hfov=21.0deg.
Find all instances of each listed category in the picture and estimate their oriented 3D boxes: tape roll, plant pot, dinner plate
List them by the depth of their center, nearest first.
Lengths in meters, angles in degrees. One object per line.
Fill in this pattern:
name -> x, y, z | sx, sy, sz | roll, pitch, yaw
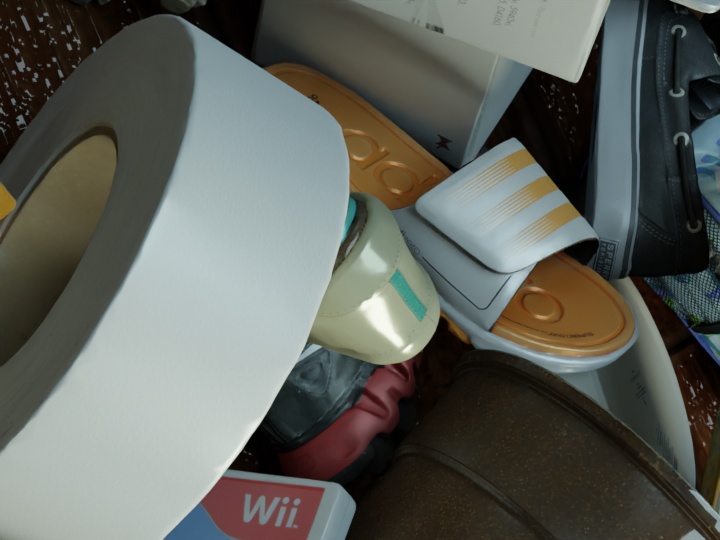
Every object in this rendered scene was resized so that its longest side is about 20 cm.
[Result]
tape roll -> -0.093, 0.007, 0.719 | 0.071, 0.202, 0.203 | 30, 61, -26
plant pot -> 0.039, 0.169, 0.766 | 0.198, 0.200, 0.200 | -40, 103, -17
dinner plate -> 0.123, 0.055, 0.918 | 0.200, 0.024, 0.200 | 48, 32, -43

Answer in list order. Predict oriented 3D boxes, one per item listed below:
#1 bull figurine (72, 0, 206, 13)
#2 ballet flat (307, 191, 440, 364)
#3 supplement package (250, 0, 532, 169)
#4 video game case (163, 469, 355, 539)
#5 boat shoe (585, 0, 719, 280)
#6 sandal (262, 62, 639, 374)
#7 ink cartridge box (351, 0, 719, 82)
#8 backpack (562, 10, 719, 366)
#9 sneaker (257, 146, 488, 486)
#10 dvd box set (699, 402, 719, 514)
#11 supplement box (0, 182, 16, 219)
bull figurine -> -0.131, -0.193, 0.833 | 0.200, 0.065, 0.121 | 26, 67, -26
ballet flat -> -0.029, 0.001, 0.768 | 0.069, 0.200, 0.070 | -4, 99, -25
supplement package -> 0.052, -0.169, 0.904 | 0.117, 0.117, 0.200 | 28, 57, 8
video game case -> -0.096, 0.161, 0.714 | 0.017, 0.143, 0.200 | 56, 47, -46
boat shoe -> 0.144, -0.083, 0.914 | 0.066, 0.070, 0.200 | 6, 56, 4
sandal -> 0.035, -0.035, 0.828 | 0.207, 0.059, 0.079 | 39, 43, 13
ink cartridge box -> 0.055, -0.153, 0.781 | 0.200, 0.067, 0.116 | 21, 55, 5
backpack -> 0.239, -0.030, 1.009 | 0.200, 0.147, 0.183 | 51, 56, -17
sneaker -> 0.000, 0.000, 0.870 | 0.098, 0.071, 0.200 | 43, 54, -17
dvd box set -> 0.178, 0.033, 0.840 | 0.029, 0.146, 0.200 | 13, 92, 9
supplement box -> -0.239, -0.006, 0.692 | 0.126, 0.074, 0.200 | 51, 54, -13
